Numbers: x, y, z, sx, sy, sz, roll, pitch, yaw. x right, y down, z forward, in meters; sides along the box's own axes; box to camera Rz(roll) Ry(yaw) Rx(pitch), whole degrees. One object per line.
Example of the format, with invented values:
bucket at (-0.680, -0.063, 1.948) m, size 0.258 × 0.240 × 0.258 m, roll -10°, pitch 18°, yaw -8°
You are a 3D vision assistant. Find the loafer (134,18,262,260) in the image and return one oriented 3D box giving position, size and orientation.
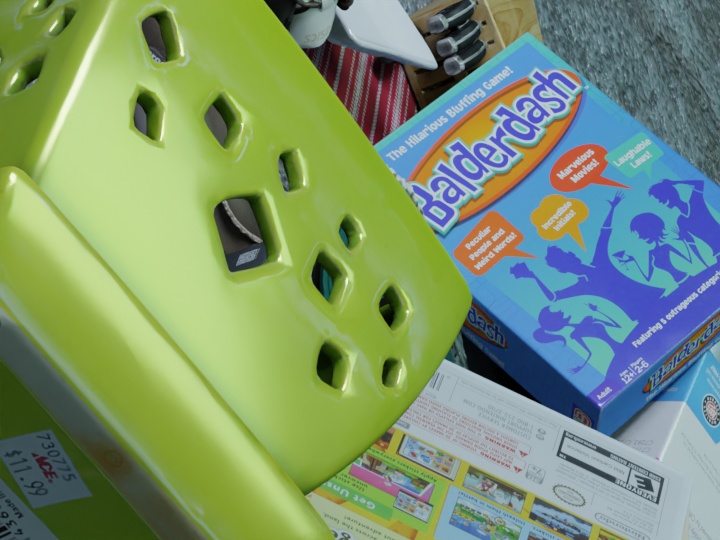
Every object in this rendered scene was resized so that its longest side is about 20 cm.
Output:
loafer at (-0.072, -0.090, 1.218) m, size 0.201 × 0.071 × 0.073 m, roll 68°, pitch 23°, yaw -8°

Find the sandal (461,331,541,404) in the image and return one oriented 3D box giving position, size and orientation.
sandal at (0.117, 0.088, 1.407) m, size 0.201 × 0.043 × 0.076 m, roll 57°, pitch 26°, yaw -18°

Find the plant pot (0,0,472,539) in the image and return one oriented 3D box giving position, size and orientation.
plant pot at (-0.105, 0.024, 0.885) m, size 0.200 × 0.198 × 0.182 m, roll 51°, pitch 34°, yaw -22°

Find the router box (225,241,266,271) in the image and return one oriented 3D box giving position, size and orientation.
router box at (-0.043, 0.106, 1.155) m, size 0.158 × 0.052 × 0.200 m, roll 59°, pitch 25°, yaw -25°

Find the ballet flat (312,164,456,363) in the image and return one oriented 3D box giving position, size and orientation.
ballet flat at (0.000, 0.000, 1.291) m, size 0.200 × 0.071 × 0.072 m, roll 73°, pitch 11°, yaw -56°

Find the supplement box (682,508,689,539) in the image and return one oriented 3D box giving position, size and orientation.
supplement box at (0.086, 0.207, 1.192) m, size 0.125 × 0.073 × 0.201 m, roll -9°, pitch 104°, yaw -32°

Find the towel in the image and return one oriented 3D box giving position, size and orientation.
towel at (-0.005, -0.107, 1.453) m, size 0.201 × 0.022 × 0.145 m, roll 59°, pitch 23°, yaw -31°

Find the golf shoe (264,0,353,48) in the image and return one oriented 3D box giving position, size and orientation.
golf shoe at (-0.024, -0.161, 1.244) m, size 0.095 × 0.077 × 0.200 m, roll 66°, pitch -22°, yaw -1°

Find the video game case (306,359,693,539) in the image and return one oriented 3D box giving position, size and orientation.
video game case at (0.040, 0.102, 1.092) m, size 0.199 × 0.023 × 0.182 m, roll 26°, pitch 31°, yaw 0°

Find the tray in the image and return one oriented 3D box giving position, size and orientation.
tray at (-0.036, -0.188, 1.378) m, size 0.201 × 0.022 × 0.107 m, roll 58°, pitch 19°, yaw 18°

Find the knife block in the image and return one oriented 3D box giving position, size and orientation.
knife block at (0.059, -0.142, 1.534) m, size 0.176 × 0.064 × 0.201 m, roll 51°, pitch 24°, yaw -49°

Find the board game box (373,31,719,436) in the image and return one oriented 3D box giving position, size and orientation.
board game box at (0.106, -0.020, 1.362) m, size 0.200 × 0.152 × 0.045 m, roll 41°, pitch -27°, yaw 23°

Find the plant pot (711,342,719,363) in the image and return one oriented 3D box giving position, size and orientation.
plant pot at (0.190, 0.091, 1.543) m, size 0.200 × 0.199 × 0.189 m, roll 44°, pitch 49°, yaw -47°

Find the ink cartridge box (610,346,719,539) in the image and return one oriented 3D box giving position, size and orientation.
ink cartridge box at (0.149, 0.153, 1.348) m, size 0.115 × 0.068 × 0.201 m, roll 52°, pitch 50°, yaw -33°
